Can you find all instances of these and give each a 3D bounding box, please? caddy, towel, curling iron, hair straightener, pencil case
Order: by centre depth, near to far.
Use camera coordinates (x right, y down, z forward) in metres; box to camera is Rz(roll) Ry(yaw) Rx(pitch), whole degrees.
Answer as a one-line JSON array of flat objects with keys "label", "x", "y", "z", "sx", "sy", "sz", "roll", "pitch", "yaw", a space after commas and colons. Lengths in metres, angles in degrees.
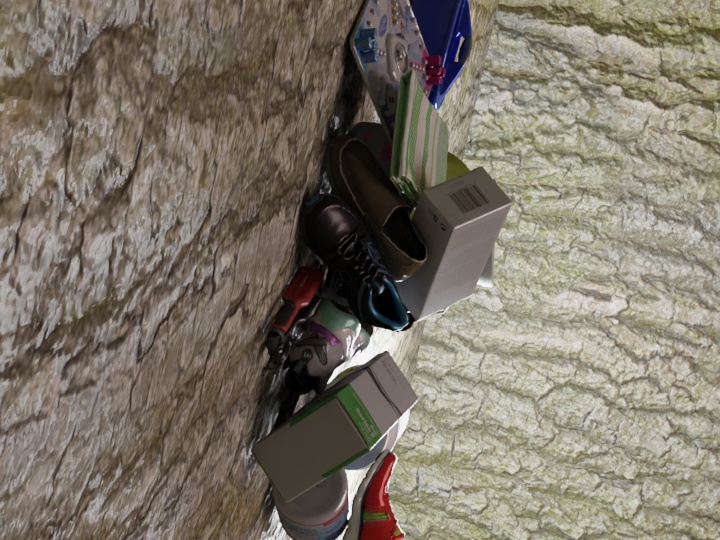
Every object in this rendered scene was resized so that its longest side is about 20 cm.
[{"label": "hair straightener", "x": -0.081, "y": 0.072, "z": 1.458, "sx": 0.200, "sy": 0.041, "sz": 0.077, "roll": -73, "pitch": 174, "yaw": -61}, {"label": "towel", "x": 0.080, "y": -0.153, "z": 1.571, "sx": 0.200, "sy": 0.023, "sz": 0.154, "roll": 41, "pitch": 52, "yaw": -65}, {"label": "pencil case", "x": 0.002, "y": -0.097, "z": 1.616, "sx": 0.091, "sy": 0.082, "sz": 0.201, "roll": 69, "pitch": 35, "yaw": -59}, {"label": "curling iron", "x": -0.082, "y": 0.148, "z": 1.655, "sx": 0.050, "sy": 0.025, "sz": 0.201, "roll": 81, "pitch": 24, "yaw": -63}, {"label": "caddy", "x": 0.123, "y": -0.355, "z": 1.943, "sx": 0.141, "sy": 0.104, "sz": 0.201, "roll": 77, "pitch": 27, "yaw": -75}]

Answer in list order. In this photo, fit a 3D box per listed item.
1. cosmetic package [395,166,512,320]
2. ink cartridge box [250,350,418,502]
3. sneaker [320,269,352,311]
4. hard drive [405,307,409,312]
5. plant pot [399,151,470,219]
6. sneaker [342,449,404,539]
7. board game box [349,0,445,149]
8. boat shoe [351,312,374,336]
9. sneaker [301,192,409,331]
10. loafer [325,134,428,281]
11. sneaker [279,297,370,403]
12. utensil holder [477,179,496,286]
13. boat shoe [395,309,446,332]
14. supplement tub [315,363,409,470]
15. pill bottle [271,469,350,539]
[{"label": "cosmetic package", "x": 0.114, "y": -0.033, "z": 1.598, "sx": 0.101, "sy": 0.071, "sz": 0.201, "roll": -23, "pitch": 151, "yaw": -28}, {"label": "ink cartridge box", "x": -0.027, "y": 0.194, "z": 1.564, "sx": 0.146, "sy": 0.084, "sz": 0.200, "roll": -35, "pitch": 179, "yaw": 24}, {"label": "sneaker", "x": 0.000, "y": 0.000, "z": 1.663, "sx": 0.200, "sy": 0.070, "sz": 0.109, "roll": -163, "pitch": -94, "yaw": -70}, {"label": "hard drive", "x": 0.096, "y": 0.004, "z": 1.771, "sx": 0.199, "sy": 0.042, "sz": 0.135, "roll": -14, "pitch": 146, "yaw": -44}, {"label": "plant pot", "x": 0.063, "y": -0.099, "z": 1.784, "sx": 0.200, "sy": 0.186, "sz": 0.189, "roll": 5, "pitch": 99, "yaw": -72}, {"label": "sneaker", "x": 0.027, "y": 0.363, "z": 1.793, "sx": 0.077, "sy": 0.084, "sz": 0.202, "roll": 59, "pitch": 47, "yaw": -80}, {"label": "board game box", "x": 0.054, "y": -0.274, "z": 1.595, "sx": 0.201, "sy": 0.026, "sz": 0.201, "roll": -71, "pitch": 147, "yaw": -41}, {"label": "boat shoe", "x": -0.021, "y": 0.083, "z": 1.842, "sx": 0.201, "sy": 0.063, "sz": 0.074, "roll": 45, "pitch": 60, "yaw": -81}, {"label": "sneaker", "x": 0.000, "y": -0.010, "z": 1.493, "sx": 0.073, "sy": 0.082, "sz": 0.201, "roll": -41, "pitch": 120, "yaw": -12}, {"label": "loafer", "x": 0.028, "y": -0.083, "z": 1.532, "sx": 0.075, "sy": 0.201, "sz": 0.069, "roll": -38, "pitch": -167, "yaw": -34}, {"label": "sneaker", "x": -0.057, "y": 0.116, "z": 1.601, "sx": 0.140, "sy": 0.077, "sz": 0.200, "roll": -55, "pitch": 165, "yaw": -6}, {"label": "utensil holder", "x": 0.116, "y": -0.063, "z": 1.968, "sx": 0.170, "sy": 0.198, "sz": 0.172, "roll": 2, "pitch": 90, "yaw": -84}, {"label": "boat shoe", "x": 0.052, "y": 0.060, "z": 1.929, "sx": 0.072, "sy": 0.199, "sz": 0.068, "roll": 24, "pitch": 49, "yaw": -45}, {"label": "supplement tub", "x": -0.003, "y": 0.230, "z": 1.924, "sx": 0.200, "sy": 0.144, "sz": 0.146, "roll": -23, "pitch": 127, "yaw": -80}, {"label": "pill bottle", "x": -0.068, "y": 0.337, "z": 1.780, "sx": 0.200, "sy": 0.108, "sz": 0.109, "roll": 87, "pitch": 18, "yaw": -65}]
